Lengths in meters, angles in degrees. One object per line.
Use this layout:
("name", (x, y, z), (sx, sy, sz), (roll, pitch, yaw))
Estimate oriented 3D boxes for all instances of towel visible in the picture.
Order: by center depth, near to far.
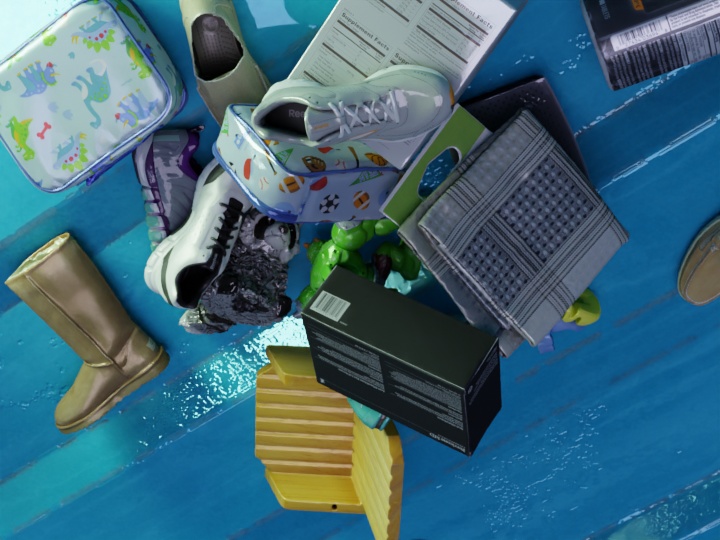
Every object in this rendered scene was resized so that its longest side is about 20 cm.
("towel", (0.162, -0.036, 1.506), (0.200, 0.035, 0.193), (-45, 108, -11))

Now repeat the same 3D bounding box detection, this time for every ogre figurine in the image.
("ogre figurine", (0.000, 0.000, 1.647), (0.120, 0.098, 0.200), (11, 134, -36))

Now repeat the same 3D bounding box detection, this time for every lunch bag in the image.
("lunch bag", (-0.047, -0.118, 1.538), (0.199, 0.160, 0.076), (-2, 126, -39))
("lunch bag", (-0.295, -0.186, 1.553), (0.200, 0.082, 0.161), (-33, 96, 17))

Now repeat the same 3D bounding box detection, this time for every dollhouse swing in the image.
("dollhouse swing", (-0.041, 0.223, 1.741), (0.181, 0.176, 0.201), (3, 121, 0))

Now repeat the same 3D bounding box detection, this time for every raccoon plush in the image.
("raccoon plush", (-0.145, -0.012, 1.681), (0.199, 0.135, 0.097), (-11, 149, 42))

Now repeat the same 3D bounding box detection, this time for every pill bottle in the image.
("pill bottle", (0.334, -0.266, 1.493), (0.199, 0.106, 0.107), (-19, 117, 12))

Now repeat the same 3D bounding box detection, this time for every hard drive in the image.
("hard drive", (0.179, -0.114, 1.619), (0.134, 0.042, 0.200), (-20, 117, 13))

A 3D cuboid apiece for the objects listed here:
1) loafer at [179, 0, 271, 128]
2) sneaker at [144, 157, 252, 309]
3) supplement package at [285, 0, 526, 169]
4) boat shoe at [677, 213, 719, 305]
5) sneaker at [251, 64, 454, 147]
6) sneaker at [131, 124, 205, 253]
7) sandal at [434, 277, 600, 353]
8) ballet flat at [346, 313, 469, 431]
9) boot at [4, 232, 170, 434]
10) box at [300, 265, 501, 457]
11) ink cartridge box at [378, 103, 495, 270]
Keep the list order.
("loafer", (-0.144, -0.209, 1.559), (0.075, 0.068, 0.201), (-18, 118, 11))
("sneaker", (-0.156, -0.043, 1.593), (0.074, 0.080, 0.200), (24, 103, -37))
("supplement package", (0.054, -0.240, 1.472), (0.150, 0.152, 0.200), (37, 115, 0))
("boat shoe", (0.428, -0.031, 1.639), (0.071, 0.076, 0.200), (26, 117, -13))
("sneaker", (-0.010, -0.146, 1.390), (0.199, 0.092, 0.076), (-6, 108, 18))
("sneaker", (-0.197, -0.066, 1.641), (0.087, 0.075, 0.201), (-8, 118, 1))
("sandal", (0.174, 0.041, 1.689), (0.199, 0.080, 0.087), (22, 121, -9))
("ballet flat", (0.052, 0.098, 1.679), (0.070, 0.200, 0.067), (39, 145, 7))
("boot", (-0.349, 0.076, 1.733), (0.175, 0.066, 0.200), (-36, 114, 6))
("box", (0.045, 0.096, 1.551), (0.199, 0.079, 0.141), (24, 148, 22))
("ink cartridge box", (0.121, -0.060, 1.548), (0.200, 0.076, 0.148), (40, 81, -18))
